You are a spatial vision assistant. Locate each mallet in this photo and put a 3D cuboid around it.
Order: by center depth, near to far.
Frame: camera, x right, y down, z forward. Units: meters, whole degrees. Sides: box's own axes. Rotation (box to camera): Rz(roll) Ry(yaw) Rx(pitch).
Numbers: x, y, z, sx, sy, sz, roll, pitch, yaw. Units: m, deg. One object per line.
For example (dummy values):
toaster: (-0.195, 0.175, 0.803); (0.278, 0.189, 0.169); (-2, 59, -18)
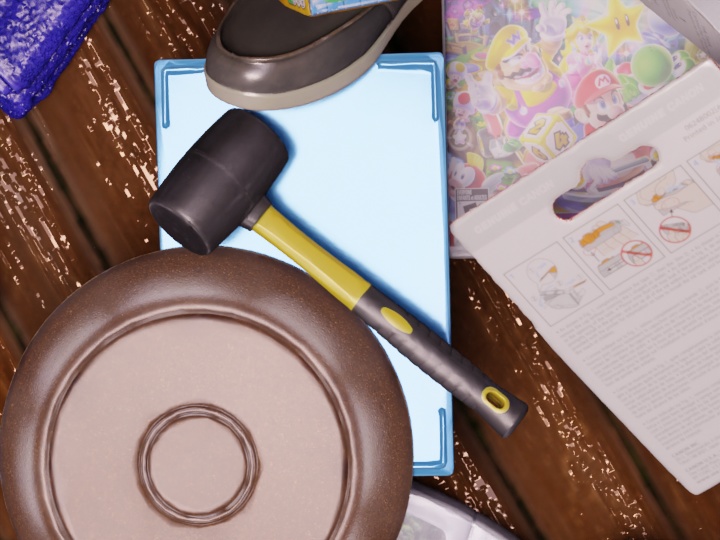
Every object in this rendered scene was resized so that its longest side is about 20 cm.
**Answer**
mallet: (0.000, 0.000, 1.212); (0.199, 0.041, 0.066); (32, 72, -2)

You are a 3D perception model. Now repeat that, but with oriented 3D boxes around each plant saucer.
plant saucer: (-0.075, 0.090, 1.234); (0.199, 0.032, 0.201); (0, 95, 4)

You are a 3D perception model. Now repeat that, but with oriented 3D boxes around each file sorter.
file sorter: (-0.024, -0.006, 1.299); (0.138, 0.123, 0.201); (-1, 94, 3)

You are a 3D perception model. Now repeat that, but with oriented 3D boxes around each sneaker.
sneaker: (-0.008, -0.165, 1.220); (0.075, 0.107, 0.200); (24, 52, 28)

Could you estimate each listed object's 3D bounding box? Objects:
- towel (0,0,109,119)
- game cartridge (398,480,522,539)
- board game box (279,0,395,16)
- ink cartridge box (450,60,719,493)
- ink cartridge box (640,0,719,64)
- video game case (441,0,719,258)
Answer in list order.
towel: (-0.214, -0.189, 1.334); (0.200, 0.050, 0.148); (35, 96, 0)
game cartridge: (-0.013, 0.166, 1.355); (0.199, 0.041, 0.134); (16, 91, 2)
board game box: (0.052, -0.213, 1.156); (0.199, 0.057, 0.166); (-12, 106, -15)
ink cartridge box: (0.166, -0.001, 1.262); (0.160, 0.047, 0.200); (-33, 113, 27)
ink cartridge box: (0.233, -0.152, 1.236); (0.160, 0.200, 0.047); (-37, 134, -7)
video game case: (0.113, -0.108, 1.332); (0.142, 0.018, 0.201); (-1, 91, 4)
